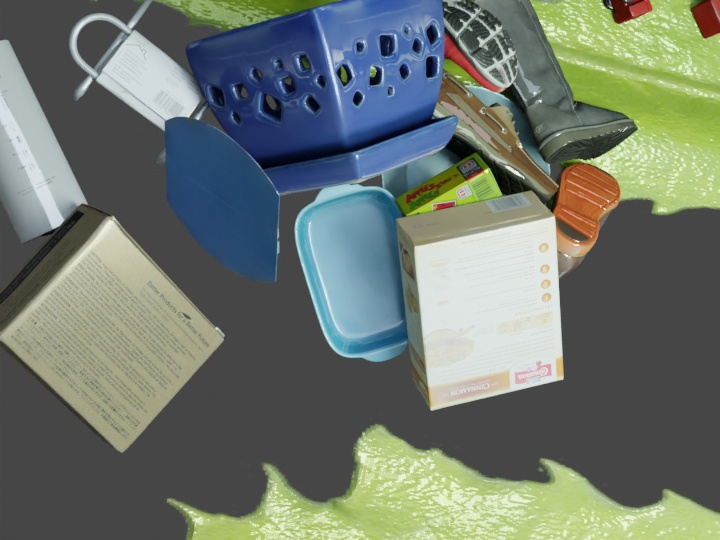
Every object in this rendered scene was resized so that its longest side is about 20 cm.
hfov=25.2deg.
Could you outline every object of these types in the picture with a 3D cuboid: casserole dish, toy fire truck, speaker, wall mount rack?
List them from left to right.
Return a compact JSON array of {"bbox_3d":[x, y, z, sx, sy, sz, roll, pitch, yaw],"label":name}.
[{"bbox_3d":[-0.353,-0.130,1.646,0.081,0.081,0.200,-27,95,-16],"label":"speaker"},{"bbox_3d":[-0.205,-0.216,1.702,0.200,0.075,0.174,38,82,-12],"label":"wall mount rack"},{"bbox_3d":[0.000,0.000,1.753,0.121,0.039,0.200,-17,99,-3],"label":"casserole dish"},{"bbox_3d":[0.347,-0.355,1.881,0.141,0.049,0.200,-23,93,-17],"label":"toy fire truck"}]

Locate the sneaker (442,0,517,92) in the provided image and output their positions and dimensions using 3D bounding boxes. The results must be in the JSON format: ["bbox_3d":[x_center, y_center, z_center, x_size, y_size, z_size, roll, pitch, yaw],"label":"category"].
[{"bbox_3d":[0.089,-0.259,1.768,0.200,0.085,0.077,44,44,14],"label":"sneaker"}]

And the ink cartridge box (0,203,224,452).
[{"bbox_3d":[-0.262,0.059,1.632,0.165,0.075,0.200,-49,125,-14],"label":"ink cartridge box"}]

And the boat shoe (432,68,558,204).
[{"bbox_3d":[0.138,-0.150,1.758,0.200,0.076,0.074,36,75,-13],"label":"boat shoe"}]

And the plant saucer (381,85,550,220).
[{"bbox_3d":[0.114,-0.106,1.806,0.201,0.039,0.201,1,88,-17],"label":"plant saucer"}]

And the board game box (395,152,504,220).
[{"bbox_3d":[0.129,-0.018,1.751,0.102,0.048,0.200,-30,120,1],"label":"board game box"}]

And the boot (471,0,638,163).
[{"bbox_3d":[0.216,-0.223,1.827,0.182,0.073,0.200,-7,62,-52],"label":"boot"}]

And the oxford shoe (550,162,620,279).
[{"bbox_3d":[0.237,-0.057,1.799,0.071,0.073,0.200,30,36,7],"label":"oxford shoe"}]

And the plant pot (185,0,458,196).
[{"bbox_3d":[-0.029,-0.184,1.663,0.200,0.200,0.180,-25,104,-45],"label":"plant pot"}]

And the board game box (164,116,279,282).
[{"bbox_3d":[-0.132,-0.082,1.658,0.158,0.200,0.039,35,55,22],"label":"board game box"}]

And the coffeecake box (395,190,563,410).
[{"bbox_3d":[0.128,0.032,1.706,0.153,0.073,0.200,-12,118,-10],"label":"coffeecake box"}]

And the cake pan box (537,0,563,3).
[{"bbox_3d":[0.241,-0.410,1.783,0.052,0.184,0.200,4,86,-21],"label":"cake pan box"}]
